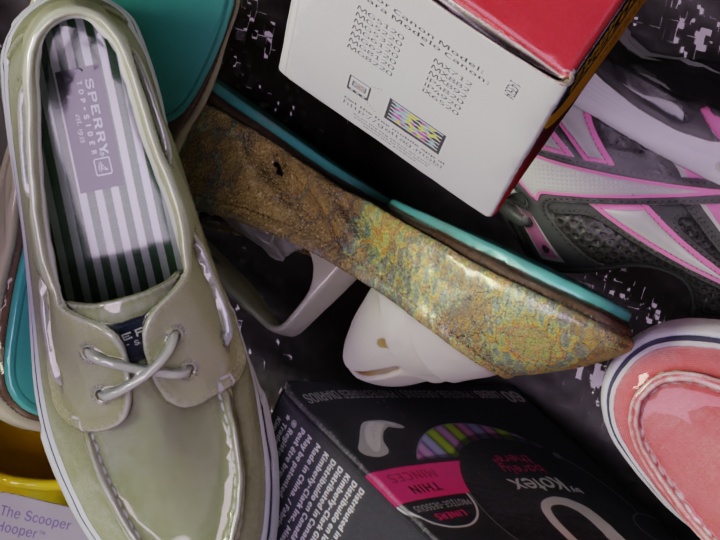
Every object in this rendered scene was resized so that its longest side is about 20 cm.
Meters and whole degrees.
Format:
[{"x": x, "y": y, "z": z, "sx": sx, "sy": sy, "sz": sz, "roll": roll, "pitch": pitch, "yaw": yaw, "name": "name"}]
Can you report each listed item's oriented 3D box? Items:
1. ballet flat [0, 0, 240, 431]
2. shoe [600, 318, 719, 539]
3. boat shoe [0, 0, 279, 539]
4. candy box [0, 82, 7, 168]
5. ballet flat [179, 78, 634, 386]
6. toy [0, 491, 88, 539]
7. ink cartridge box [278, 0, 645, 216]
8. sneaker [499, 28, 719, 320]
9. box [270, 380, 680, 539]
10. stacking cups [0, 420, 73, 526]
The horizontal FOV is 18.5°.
[{"x": -0.091, "y": -0.047, "z": 0.735, "sx": 0.069, "sy": 0.069, "sz": 0.202, "roll": 19, "pitch": 93, "yaw": 9, "name": "ballet flat"}, {"x": 0.154, "y": 0.094, "z": 0.670, "sx": 0.200, "sy": 0.091, "sz": 0.072, "roll": 38, "pitch": 112, "yaw": 2, "name": "shoe"}, {"x": -0.074, "y": 0.014, "z": 0.676, "sx": 0.071, "sy": 0.062, "sz": 0.202, "roll": -16, "pitch": 95, "yaw": -1, "name": "boat shoe"}, {"x": -0.195, "y": -0.047, "z": 0.729, "sx": 0.136, "sy": 0.200, "sz": 0.061, "roll": 46, "pitch": 113, "yaw": 0, "name": "candy box"}, {"x": 0.000, "y": 0.000, "z": 0.733, "sx": 0.199, "sy": 0.070, "sz": 0.071, "roll": 30, "pitch": 113, "yaw": 31, "name": "ballet flat"}, {"x": -0.098, "y": 0.191, "z": 0.784, "sx": 0.047, "sy": 0.115, "sz": 0.202, "roll": 13, "pitch": 86, "yaw": 52, "name": "toy"}, {"x": 0.069, "y": -0.135, "z": 0.602, "sx": 0.084, "sy": 0.176, "sz": 0.201, "roll": 34, "pitch": 77, "yaw": 3, "name": "ink cartridge box"}, {"x": 0.064, "y": -0.043, "z": 0.727, "sx": 0.199, "sy": 0.080, "sz": 0.087, "roll": 31, "pitch": 114, "yaw": 7, "name": "sneaker"}, {"x": 0.051, "y": 0.134, "z": 0.713, "sx": 0.200, "sy": 0.122, "sz": 0.107, "roll": 43, "pitch": 116, "yaw": 35, "name": "box"}, {"x": -0.133, "y": 0.157, "z": 0.851, "sx": 0.060, "sy": 0.061, "sz": 0.202, "roll": 13, "pitch": 111, "yaw": 11, "name": "stacking cups"}]
